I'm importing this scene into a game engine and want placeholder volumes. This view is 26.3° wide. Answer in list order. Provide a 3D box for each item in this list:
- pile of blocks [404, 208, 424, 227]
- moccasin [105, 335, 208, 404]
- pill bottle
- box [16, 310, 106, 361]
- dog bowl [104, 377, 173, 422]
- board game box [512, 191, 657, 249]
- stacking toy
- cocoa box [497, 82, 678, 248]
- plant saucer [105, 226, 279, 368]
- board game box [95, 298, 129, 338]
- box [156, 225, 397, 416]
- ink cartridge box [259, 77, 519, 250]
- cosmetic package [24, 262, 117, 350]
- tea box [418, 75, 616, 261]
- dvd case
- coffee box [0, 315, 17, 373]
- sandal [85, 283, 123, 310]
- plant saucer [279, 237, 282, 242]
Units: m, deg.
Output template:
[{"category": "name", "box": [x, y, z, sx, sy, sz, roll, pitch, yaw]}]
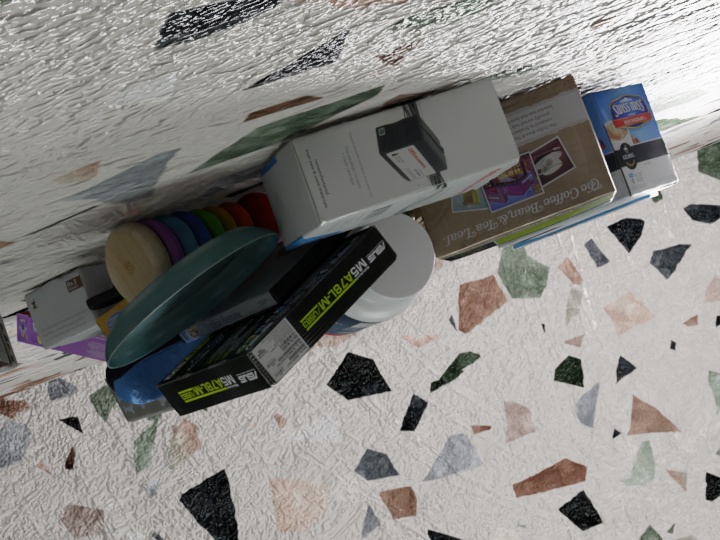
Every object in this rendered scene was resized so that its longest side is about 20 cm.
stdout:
[{"category": "pile of blocks", "box": [0.051, -0.084, 1.894, 0.199, 0.062, 0.082, -25, -144, 39]}, {"category": "moccasin", "box": [-0.178, 0.075, 1.625, 0.199, 0.081, 0.068, -16, -156, -30]}, {"category": "pill bottle", "box": [0.000, 0.000, 1.639, 0.119, 0.120, 0.200, -18, 177, -22]}, {"category": "box", "box": [-0.310, 0.074, 1.919, 0.199, 0.039, 0.137, 9, -166, 33]}, {"category": "dog bowl", "box": [-0.195, 0.126, 1.795, 0.199, 0.059, 0.200, -16, 178, -1]}, {"category": "board game box", "box": [0.264, -0.124, 1.968, 0.199, 0.135, 0.034, -21, 177, 30]}, {"category": "stacking toy", "box": [-0.156, -0.033, 1.538, 0.085, 0.086, 0.199, -23, -177, 45]}, {"category": "cocoa box", "box": [0.253, -0.127, 1.859, 0.199, 0.132, 0.133, -22, 176, 39]}, {"category": "plant saucer", "box": [-0.161, 0.019, 1.431, 0.200, 0.027, 0.200, -39, 173, -5]}, {"category": "board game box", "box": [-0.189, 0.022, 1.673, 0.200, 0.040, 0.153, -37, 173, -9]}, {"category": "box", "box": [-0.081, 0.050, 1.488, 0.200, 0.048, 0.193, -46, -169, -34]}, {"category": "ink cartridge box", "box": [0.024, -0.096, 1.408, 0.199, 0.084, 0.145, -19, 176, -17]}, {"category": "cosmetic package", "box": [-0.279, 0.030, 1.787, 0.101, 0.074, 0.200, -23, 177, 36]}, {"category": "tea box", "box": [0.159, -0.104, 1.658, 0.199, 0.134, 0.197, -21, 178, 6]}, {"category": "dvd case", "box": [-0.091, 0.005, 1.531, 0.143, 0.018, 0.200, -47, -167, -33]}, {"category": "coffee box", "box": [-0.430, 0.079, 1.600, 0.114, 0.080, 0.200, -19, 177, -9]}, {"category": "sandal", "box": [-0.214, -0.022, 1.650, 0.199, 0.045, 0.075, -35, -177, -16]}, {"category": "plant saucer", "box": [-0.027, -0.074, 1.776, 0.199, 0.051, 0.201, -19, 177, -1]}]
